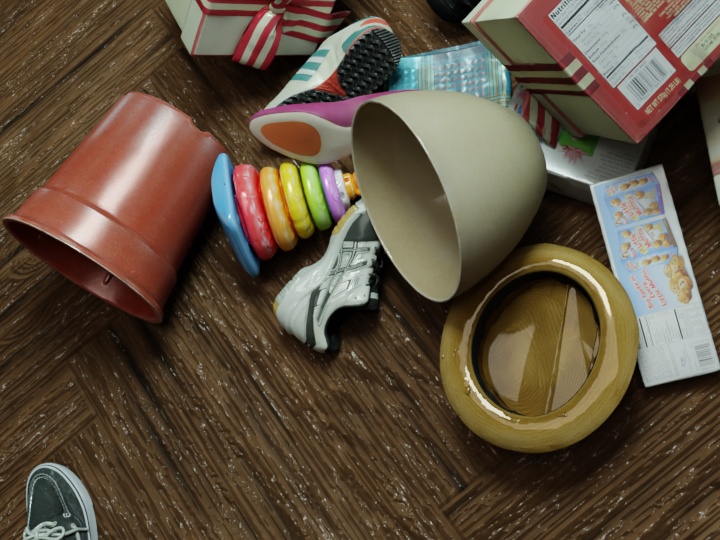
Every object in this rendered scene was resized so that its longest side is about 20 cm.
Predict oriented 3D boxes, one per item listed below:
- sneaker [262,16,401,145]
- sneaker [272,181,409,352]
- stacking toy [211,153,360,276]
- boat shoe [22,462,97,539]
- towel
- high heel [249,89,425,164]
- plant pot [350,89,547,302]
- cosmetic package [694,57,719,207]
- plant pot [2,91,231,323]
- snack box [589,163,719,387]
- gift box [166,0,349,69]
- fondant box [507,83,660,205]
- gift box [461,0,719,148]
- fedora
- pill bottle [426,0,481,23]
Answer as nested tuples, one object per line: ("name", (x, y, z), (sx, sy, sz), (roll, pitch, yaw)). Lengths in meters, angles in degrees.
("sneaker", (-0.038, -0.216, 1.226), (0.200, 0.070, 0.093), (-39, 28, 18))
("sneaker", (0.000, 0.000, 1.124), (0.088, 0.076, 0.200), (42, 99, 21))
("stacking toy", (-0.052, -0.081, 1.160), (0.200, 0.110, 0.116), (-16, 50, 3))
("boat shoe", (-0.324, 0.293, 1.128), (0.073, 0.068, 0.200), (-23, 64, 10))
("towel", (0.095, -0.157, 1.171), (0.146, 0.022, 0.200), (-7, 69, 18))
("high heel", (-0.016, -0.164, 1.147), (0.199, 0.068, 0.096), (8, 45, -3))
("plant pot", (0.096, -0.087, 1.010), (0.134, 0.200, 0.200), (-23, 62, -18))
("cosmetic package", (0.378, -0.138, 0.999), (0.103, 0.087, 0.200), (-18, 56, 26))
("plant pot", (-0.254, -0.077, 1.182), (0.200, 0.201, 0.195), (23, 72, 26))
("snack box", (0.278, 0.005, 1.011), (0.072, 0.024, 0.200), (-16, 84, 15))
("gift box", (-0.109, -0.355, 1.206), (0.200, 0.185, 0.187), (-10, 54, -28))
("fondant box", (0.238, -0.176, 1.098), (0.144, 0.058, 0.200), (21, 78, 18))
("gift box", (0.222, -0.216, 0.977), (0.185, 0.187, 0.200), (-42, 106, 1))
("fedora", (0.174, 0.078, 1.021), (0.200, 0.082, 0.201), (-6, 72, 19))
("pill bottle", (0.162, -0.338, 1.132), (0.200, 0.112, 0.112), (-16, 62, 45))
